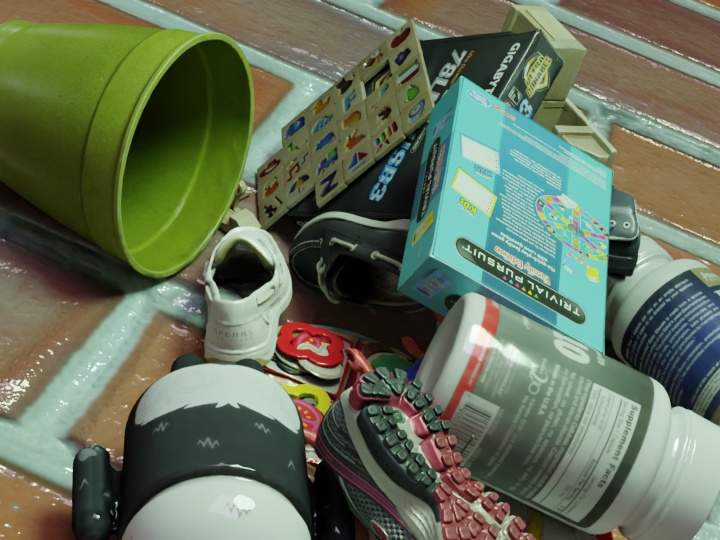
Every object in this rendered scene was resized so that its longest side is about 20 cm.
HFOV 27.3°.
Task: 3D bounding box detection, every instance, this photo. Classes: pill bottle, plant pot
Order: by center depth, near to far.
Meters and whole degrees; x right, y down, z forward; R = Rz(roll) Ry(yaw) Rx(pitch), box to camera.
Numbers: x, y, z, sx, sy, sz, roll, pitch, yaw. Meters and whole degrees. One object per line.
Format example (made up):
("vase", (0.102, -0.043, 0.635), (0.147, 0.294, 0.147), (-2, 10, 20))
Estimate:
("pill bottle", (0.137, 0.106, 0.997), (0.199, 0.114, 0.114), (26, 33, -5))
("plant pot", (-0.219, -0.120, 1.213), (0.192, 0.202, 0.200), (19, 31, 20))
("pill bottle", (0.286, 0.061, 1.272), (0.110, 0.112, 0.200), (-10, 43, -37))

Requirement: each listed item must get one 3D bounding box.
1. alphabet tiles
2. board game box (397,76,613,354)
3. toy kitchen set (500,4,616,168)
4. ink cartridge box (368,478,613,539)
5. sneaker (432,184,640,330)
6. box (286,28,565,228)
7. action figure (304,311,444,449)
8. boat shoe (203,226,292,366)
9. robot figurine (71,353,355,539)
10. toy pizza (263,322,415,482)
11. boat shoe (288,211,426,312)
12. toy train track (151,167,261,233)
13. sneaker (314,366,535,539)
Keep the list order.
("alphabet tiles", (-0.018, -0.122, 1.315), (0.008, 0.200, 0.168), (40, 23, -29))
("board game box", (0.113, -0.033, 1.102), (0.150, 0.047, 0.201), (29, 44, -16))
("toy kitchen set", (0.107, -0.115, 1.348), (0.179, 0.201, 0.163), (-3, 39, -31))
("ink cartridge box", (0.112, 0.209, 1.009), (0.198, 0.068, 0.117), (12, 35, -14))
("sneaker", (0.152, -0.010, 1.230), (0.145, 0.077, 0.203), (22, 54, 11))
("box", (0.053, -0.113, 1.271), (0.050, 0.201, 0.198), (42, -22, -31))
("action figure", (0.005, 0.082, 1.075), (0.099, 0.065, 0.200), (38, 35, -5))
("boat shoe", (-0.090, 0.002, 1.175), (0.070, 0.070, 0.200), (-2, 26, -3))
("robot figurine", (-0.093, 0.143, 0.949), (0.125, 0.149, 0.201), (54, 16, -33))
("toy pizza", (-0.012, 0.101, 1.131), (0.199, 0.032, 0.201), (14, 34, -10))
("boat shoe", (0.000, 0.000, 1.196), (0.199, 0.074, 0.060), (5, 43, 47))
("toy train track", (-0.169, -0.091, 1.321), (0.199, 0.033, 0.114), (33, 35, 21))
("sneaker", (0.046, 0.159, 0.919), (0.080, 0.075, 0.201), (-13, 66, -47))
